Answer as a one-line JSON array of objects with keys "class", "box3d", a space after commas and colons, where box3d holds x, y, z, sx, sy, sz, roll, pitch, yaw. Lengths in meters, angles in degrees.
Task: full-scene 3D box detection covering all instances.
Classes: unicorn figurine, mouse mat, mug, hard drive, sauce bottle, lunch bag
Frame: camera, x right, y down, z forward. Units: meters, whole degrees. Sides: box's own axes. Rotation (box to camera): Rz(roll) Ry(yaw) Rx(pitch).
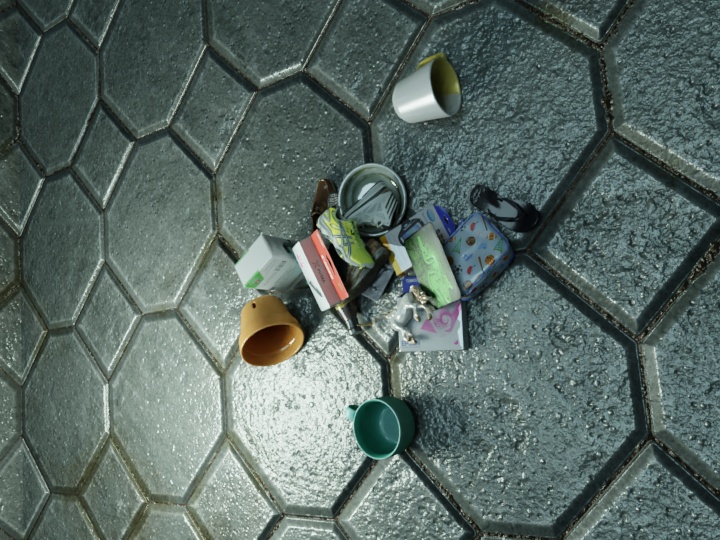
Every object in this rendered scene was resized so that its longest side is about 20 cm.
[{"class": "unicorn figurine", "box3d": [0.108, 0.125, 1.656, 0.201, 0.073, 0.138, -49, 50, 7]}, {"class": "mouse mat", "box3d": [0.178, -0.006, 1.581, 0.161, 0.007, 0.204, -35, 76, 62]}, {"class": "mug", "box3d": [0.063, 0.404, 1.681, 0.152, 0.113, 0.187, -47, 63, 23]}, {"class": "hard drive", "box3d": [-0.002, -0.018, 1.763, 0.197, 0.042, 0.137, 31, 105, 10]}, {"class": "sauce bottle", "box3d": [-0.045, 0.088, 1.806, 0.065, 0.065, 0.204, -32, 70, 28]}, {"class": "mug", "box3d": [0.176, -0.474, 1.673, 0.151, 0.187, 0.152, -11, 114, 41]}, {"class": "lunch bag", "box3d": [0.279, -0.039, 1.572, 0.200, 0.075, 0.161, -45, 60, 10]}]

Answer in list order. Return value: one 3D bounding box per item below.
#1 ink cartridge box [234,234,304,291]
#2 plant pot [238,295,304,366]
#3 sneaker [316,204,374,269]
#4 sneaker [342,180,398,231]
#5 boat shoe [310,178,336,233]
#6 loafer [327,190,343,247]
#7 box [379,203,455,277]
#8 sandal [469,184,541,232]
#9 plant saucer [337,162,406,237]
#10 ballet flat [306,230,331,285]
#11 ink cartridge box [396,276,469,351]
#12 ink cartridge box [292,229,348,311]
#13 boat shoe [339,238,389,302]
[{"class": "ink cartridge box", "box3d": [-0.253, -0.018, 1.876, 0.146, 0.198, 0.085, -44, 62, 23]}, {"class": "plant pot", "box3d": [-0.281, 0.174, 1.899, 0.200, 0.198, 0.142, -46, 47, 22]}, {"class": "sneaker", "box3d": [-0.032, -0.086, 1.635, 0.200, 0.075, 0.077, 46, 115, 11]}, {"class": "sneaker", "box3d": [0.021, -0.134, 1.700, 0.200, 0.076, 0.116, -43, 84, 8]}, {"class": "boat shoe", "box3d": [-0.112, -0.175, 1.867, 0.071, 0.067, 0.206, -1, 86, 34]}, {"class": "loafer", "box3d": [-0.049, -0.132, 1.824, 0.072, 0.070, 0.206, 9, 108, 31]}, {"class": "box", "box3d": [0.160, -0.085, 1.678, 0.197, 0.041, 0.121, -31, 70, 15]}, {"class": "sandal", "box3d": [0.353, -0.152, 1.563, 0.198, 0.042, 0.078, 29, 103, 32]}, {"class": "plant saucer", "box3d": [0.036, -0.197, 1.757, 0.194, 0.050, 0.206, 1, 94, 11]}, {"class": "ballet flat", "box3d": [-0.117, -0.027, 1.836, 0.072, 0.071, 0.203, 44, 141, 28]}, {"class": "ink cartridge box", "box3d": [0.187, 0.111, 1.660, 0.192, 0.043, 0.206, -7, 84, 34]}, {"class": "ink cartridge box", "box3d": [-0.112, 0.004, 1.715, 0.204, 0.043, 0.173, 64, 161, 2]}, {"class": "boat shoe", "box3d": [0.000, 0.000, 1.711, 0.072, 0.075, 0.201, 47, 111, 23]}]
